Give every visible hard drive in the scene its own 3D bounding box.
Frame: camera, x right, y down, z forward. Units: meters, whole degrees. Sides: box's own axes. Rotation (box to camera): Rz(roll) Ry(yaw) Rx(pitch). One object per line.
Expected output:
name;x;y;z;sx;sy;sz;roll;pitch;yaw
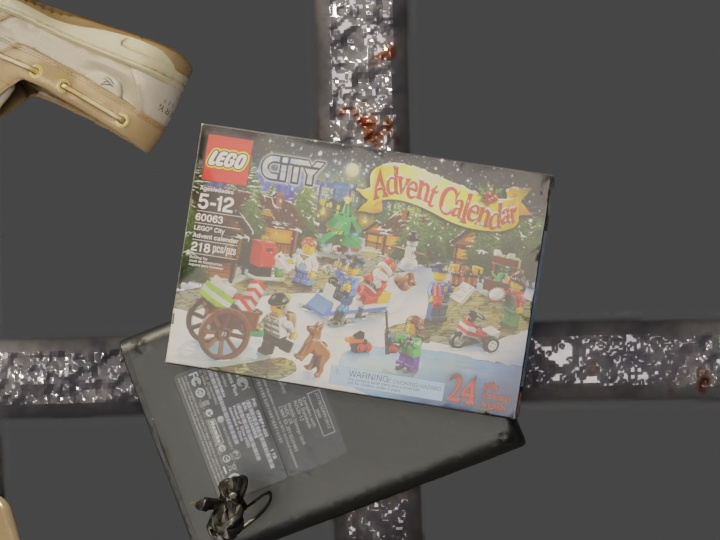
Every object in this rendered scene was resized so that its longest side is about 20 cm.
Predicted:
hard drive;-0.022;0.070;1.356;0.200;0.033;0.140;-21;87;7

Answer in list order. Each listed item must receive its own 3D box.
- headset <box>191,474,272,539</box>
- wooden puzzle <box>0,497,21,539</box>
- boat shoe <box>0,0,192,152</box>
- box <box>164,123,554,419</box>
headset;-0.075;0.213;1.323;0.123;0.094;0.200;4;106;-1
wooden puzzle;-0.273;0.234;1.334;0.200;0.046;0.186;-11;71;-28
boat shoe;-0.200;-0.120;1.359;0.200;0.074;0.069;17;86;6
box;0.000;0.000;1.318;0.199;0.038;0.137;8;91;7
